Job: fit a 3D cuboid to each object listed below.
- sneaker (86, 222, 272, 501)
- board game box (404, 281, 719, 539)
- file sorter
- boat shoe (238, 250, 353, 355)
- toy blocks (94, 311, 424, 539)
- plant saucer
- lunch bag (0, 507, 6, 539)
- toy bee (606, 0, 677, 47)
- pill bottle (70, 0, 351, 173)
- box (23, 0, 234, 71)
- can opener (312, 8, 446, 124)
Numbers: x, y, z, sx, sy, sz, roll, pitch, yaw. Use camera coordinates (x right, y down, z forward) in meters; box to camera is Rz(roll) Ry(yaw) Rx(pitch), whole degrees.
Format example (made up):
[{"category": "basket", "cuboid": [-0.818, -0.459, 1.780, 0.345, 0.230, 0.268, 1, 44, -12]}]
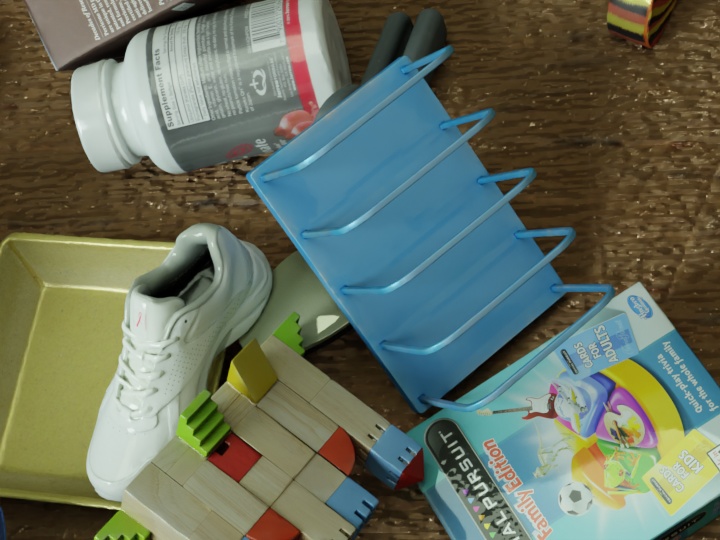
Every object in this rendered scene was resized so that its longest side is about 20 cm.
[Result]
[{"category": "sneaker", "cuboid": [-0.137, 0.053, 1.040, 0.077, 0.099, 0.201, 17, 74, 25]}, {"category": "board game box", "cuboid": [0.144, 0.124, 1.021, 0.199, 0.047, 0.151, -33, 62, -2]}, {"category": "file sorter", "cuboid": [0.049, -0.024, 1.012, 0.138, 0.123, 0.201, -38, 100, -13]}, {"category": "boat shoe", "cuboid": [0.002, 0.002, 1.106, 0.201, 0.063, 0.074, -41, 61, -10]}, {"category": "toy blocks", "cuboid": [-0.052, 0.140, 0.991, 0.136, 0.100, 0.200, 36, 55, 12]}, {"category": "plant saucer", "cuboid": [-0.187, 0.077, 1.128, 0.198, 0.049, 0.202, 4, 67, 16]}, {"category": "lunch bag", "cuboid": [-0.333, 0.224, 1.014, 0.200, 0.132, 0.137, -34, 55, 36]}, {"category": "toy bee", "cuboid": [0.231, -0.273, 1.152, 0.130, 0.109, 0.202, 3, 66, 18]}, {"category": "pill bottle", "cuboid": [-0.110, -0.135, 1.173, 0.198, 0.111, 0.112, -12, 63, 9]}, {"category": "box", "cuboid": [-0.147, -0.227, 1.196, 0.199, 0.100, 0.075, -23, 92, 20]}, {"category": "can opener", "cuboid": [0.018, -0.131, 1.132, 0.052, 0.067, 0.201, -1, 40, 22]}]
